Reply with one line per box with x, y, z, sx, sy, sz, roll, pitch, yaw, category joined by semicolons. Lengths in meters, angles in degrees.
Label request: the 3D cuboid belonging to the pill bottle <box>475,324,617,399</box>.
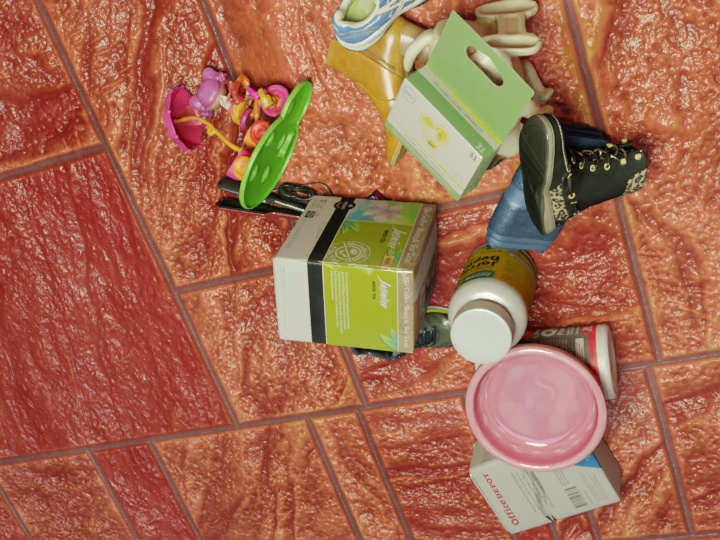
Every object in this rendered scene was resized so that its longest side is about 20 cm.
0.276;0.143;1.481;0.198;0.111;0.112;-7;117;19;pill bottle

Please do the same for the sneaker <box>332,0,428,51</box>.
0.042;-0.362;1.260;0.076;0.077;0.200;45;100;11;sneaker

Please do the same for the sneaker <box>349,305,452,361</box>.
0.070;0.105;1.530;0.198;0.081;0.075;-4;120;5;sneaker

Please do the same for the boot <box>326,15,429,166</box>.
0.018;-0.257;1.364;0.143;0.071;0.203;20;117;11;boot

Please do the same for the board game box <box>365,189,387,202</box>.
-0.002;-0.019;1.521;0.120;0.032;0.200;45;121;-8;board game box

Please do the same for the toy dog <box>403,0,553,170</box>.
0.159;-0.222;1.289;0.192;0.140;0.201;-9;128;2;toy dog

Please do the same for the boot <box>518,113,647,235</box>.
0.283;-0.142;1.258;0.152;0.074;0.204;-22;143;-5;boot

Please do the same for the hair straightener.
-0.122;-0.112;1.496;0.198;0.041;0.078;13;122;9;hair straightener

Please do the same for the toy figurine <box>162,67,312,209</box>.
-0.191;-0.220;1.419;0.183;0.150;0.201;29;101;10;toy figurine

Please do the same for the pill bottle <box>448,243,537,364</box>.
0.184;0.047;1.397;0.112;0.200;0.114;7;117;14;pill bottle

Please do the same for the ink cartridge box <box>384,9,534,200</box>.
0.115;-0.197;1.221;0.146;0.048;0.200;48;152;11;ink cartridge box

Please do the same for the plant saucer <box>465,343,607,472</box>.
0.251;0.190;1.419;0.198;0.051;0.203;7;114;15;plant saucer

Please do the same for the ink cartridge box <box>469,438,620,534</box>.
0.295;0.319;1.590;0.199;0.084;0.145;-25;109;26;ink cartridge box

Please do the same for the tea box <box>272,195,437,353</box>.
0.000;0.000;1.398;0.194;0.200;0.135;5;121;11;tea box

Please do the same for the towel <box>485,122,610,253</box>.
0.250;-0.113;1.359;0.111;0.049;0.201;4;131;-28;towel
